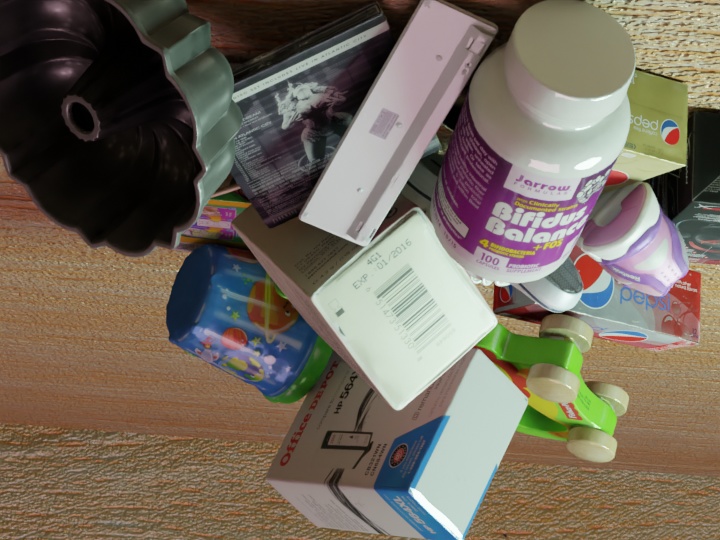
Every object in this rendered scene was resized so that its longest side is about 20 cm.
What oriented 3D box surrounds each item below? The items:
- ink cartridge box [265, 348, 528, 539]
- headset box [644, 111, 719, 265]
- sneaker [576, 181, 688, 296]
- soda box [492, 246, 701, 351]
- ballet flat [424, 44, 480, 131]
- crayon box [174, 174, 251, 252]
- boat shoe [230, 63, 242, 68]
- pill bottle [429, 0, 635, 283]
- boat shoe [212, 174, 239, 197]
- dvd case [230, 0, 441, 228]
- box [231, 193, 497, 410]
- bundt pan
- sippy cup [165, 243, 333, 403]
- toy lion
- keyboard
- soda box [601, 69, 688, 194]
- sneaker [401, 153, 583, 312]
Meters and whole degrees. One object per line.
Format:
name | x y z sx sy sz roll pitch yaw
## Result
ink cartridge box | 0.028 0.149 1.488 0.199 0.147 0.084 -4 140 48
headset box | 0.311 -0.057 1.374 0.147 0.076 0.200 5 166 -4
sneaker | 0.204 -0.031 1.345 0.088 0.081 0.200 42 -174 -17
soda box | 0.214 0.020 1.520 0.198 0.071 0.063 14 162 -32
ballet flat | 0.072 -0.123 1.229 0.066 0.047 0.200 2 166 12
crayon box | -0.109 -0.063 1.511 0.117 0.059 0.200 5 167 -5
boat shoe | -0.075 -0.113 1.257 0.197 0.072 0.072 0 166 3
pill bottle | 0.119 -0.087 1.154 0.111 0.113 0.201 6 147 -7
boat shoe | -0.060 -0.097 1.349 0.198 0.063 0.071 -5 162 28
dvd case | -0.030 -0.106 1.209 0.147 0.016 0.200 -25 154 4
box | 0.000 0.000 1.339 0.128 0.109 0.200 53 174 -28
bundt pan | -0.158 -0.115 1.096 0.200 0.204 0.076 -8 -155 41
sippy cup | -0.104 0.040 1.557 0.129 0.140 0.179 20 117 -26
toy lion | 0.126 0.095 1.527 0.190 0.069 0.200 5 152 29
keyboard | 0.023 -0.098 1.162 0.056 0.011 0.201 25 124 -10
soda box | 0.160 -0.094 1.293 0.067 0.065 0.199 11 164 -28
sneaker | 0.100 -0.019 1.391 0.073 0.071 0.200 -4 -142 -46
